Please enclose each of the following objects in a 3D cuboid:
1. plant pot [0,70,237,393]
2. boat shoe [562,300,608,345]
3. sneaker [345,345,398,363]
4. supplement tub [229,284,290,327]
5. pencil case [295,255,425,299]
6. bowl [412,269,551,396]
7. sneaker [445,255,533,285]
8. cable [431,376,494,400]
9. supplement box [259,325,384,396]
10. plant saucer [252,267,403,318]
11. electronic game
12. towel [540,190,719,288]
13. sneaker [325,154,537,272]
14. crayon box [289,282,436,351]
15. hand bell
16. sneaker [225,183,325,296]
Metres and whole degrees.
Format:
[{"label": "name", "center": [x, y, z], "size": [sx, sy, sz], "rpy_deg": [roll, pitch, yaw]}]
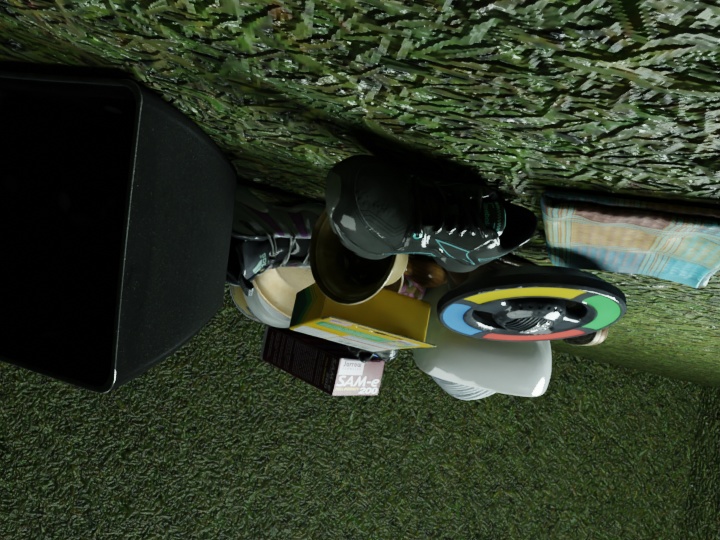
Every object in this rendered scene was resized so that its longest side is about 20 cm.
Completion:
[{"label": "plant pot", "center": [-0.209, -0.035, 0.504], "size": [0.193, 0.207, 0.177], "rpy_deg": [10, -176, 21]}, {"label": "boat shoe", "center": [0.339, 0.075, 0.952], "size": [0.066, 0.075, 0.200], "rpy_deg": [9, -175, -11]}, {"label": "sneaker", "center": [-0.012, 0.096, 0.918], "size": [0.075, 0.086, 0.198], "rpy_deg": [-22, -164, -27]}, {"label": "supplement tub", "center": [-0.139, 0.018, 1.017], "size": [0.141, 0.150, 0.199], "rpy_deg": [14, 174, -20]}, {"label": "pencil case", "center": [0.000, 0.000, 0.864], "size": [0.194, 0.086, 0.086], "rpy_deg": [15, 174, -13]}, {"label": "bowl", "center": [0.175, 0.069, 0.847], "size": [0.193, 0.076, 0.202], "rpy_deg": [12, -144, 0]}, {"label": "sneaker", "center": [0.166, 0.007, 0.745], "size": [0.075, 0.072, 0.198], "rpy_deg": [29, 180, 39]}, {"label": "cable", "center": [0.204, 0.126, 1.074], "size": [0.197, 0.204, 0.069], "rpy_deg": [-19, 132, 43]}, {"label": "supplement box", "center": [-0.066, 0.146, 0.994], "size": [0.107, 0.063, 0.197], "rpy_deg": [11, -178, -44]}, {"label": "plant saucer", "center": [-0.042, -0.003, 0.774], "size": [0.193, 0.036, 0.204], "rpy_deg": [1, 138, 1]}, {"label": "electronic game", "center": [0.178, 0.043, 0.643], "size": [0.193, 0.043, 0.201], "rpy_deg": [2, 158, 1]}, {"label": "towel", "center": [0.223, -0.021, 0.494], "size": [0.142, 0.022, 0.199], "rpy_deg": [10, 173, 22]}, {"label": "sneaker", "center": [0.057, -0.046, 0.445], "size": [0.078, 0.078, 0.197], "rpy_deg": [-9, 169, 43]}, {"label": "crayon box", "center": [-0.002, 0.053, 0.702], "size": [0.122, 0.053, 0.199], "rpy_deg": [17, 167, -16]}, {"label": "hand bell", "center": [0.045, -0.009, 0.641], "size": [0.102, 0.108, 0.198], "rpy_deg": [8, 177, 35]}, {"label": "sneaker", "center": [-0.092, -0.017, 0.629], "size": [0.193, 0.080, 0.141], "rpy_deg": [12, -148, -8]}]
